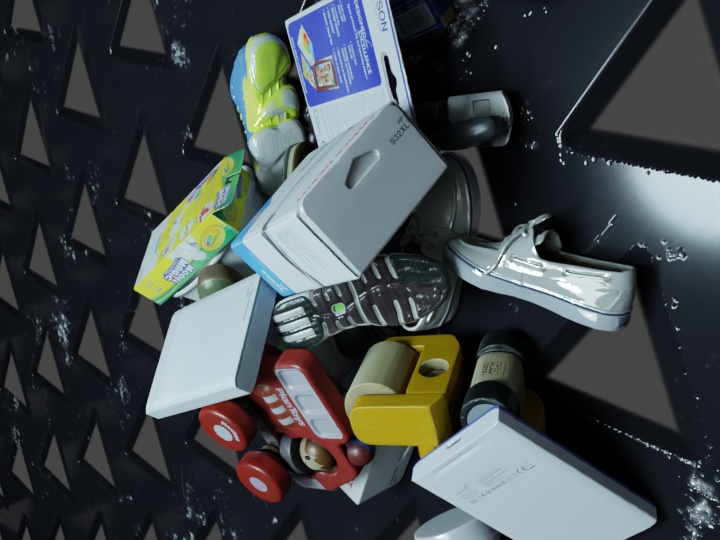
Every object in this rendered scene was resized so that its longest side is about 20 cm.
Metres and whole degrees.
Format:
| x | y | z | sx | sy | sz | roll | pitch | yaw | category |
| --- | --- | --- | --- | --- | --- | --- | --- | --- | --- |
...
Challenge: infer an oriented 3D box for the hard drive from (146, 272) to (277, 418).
| x | y | z | sx | sy | sz | roll | pitch | yaw | category |
| --- | --- | --- | --- | --- | --- | --- | --- | --- | --- |
| -0.169 | 0.087 | 0.865 | 0.199 | 0.026 | 0.134 | -22 | 49 | 45 | hard drive |

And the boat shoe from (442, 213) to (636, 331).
| x | y | z | sx | sy | sz | roll | pitch | yaw | category |
| --- | --- | --- | --- | --- | --- | --- | --- | --- | --- |
| 0.169 | -0.017 | 0.744 | 0.200 | 0.074 | 0.088 | 24 | 118 | 36 | boat shoe |

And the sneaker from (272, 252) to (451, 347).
| x | y | z | sx | sy | sz | roll | pitch | yaw | category |
| --- | --- | --- | --- | --- | --- | --- | --- | --- | --- |
| 0.007 | 0.012 | 0.831 | 0.197 | 0.116 | 0.077 | -15 | 107 | 20 | sneaker |

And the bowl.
| x | y | z | sx | sy | sz | roll | pitch | yaw | category |
| --- | --- | --- | --- | --- | --- | --- | --- | --- | --- |
| -0.175 | -0.034 | 1.051 | 0.200 | 0.090 | 0.203 | -37 | 34 | 31 | bowl |

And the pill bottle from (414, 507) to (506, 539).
| x | y | z | sx | sy | sz | roll | pitch | yaw | category |
| --- | --- | --- | --- | --- | --- | --- | --- | --- | --- |
| 0.139 | 0.371 | 0.855 | 0.113 | 0.113 | 0.203 | -28 | 81 | 46 | pill bottle |

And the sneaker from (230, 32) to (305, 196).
| x | y | z | sx | sy | sz | roll | pitch | yaw | category |
| --- | --- | --- | --- | --- | --- | --- | --- | --- | --- |
| -0.123 | -0.203 | 1.007 | 0.105 | 0.075 | 0.204 | 29 | 123 | 58 | sneaker |

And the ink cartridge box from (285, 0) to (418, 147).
| x | y | z | sx | sy | sz | roll | pitch | yaw | category |
| --- | --- | --- | --- | --- | --- | --- | --- | --- | --- |
| 0.005 | -0.188 | 0.812 | 0.199 | 0.047 | 0.201 | 3 | 110 | 56 | ink cartridge box |

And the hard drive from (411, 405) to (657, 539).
| x | y | z | sx | sy | sz | roll | pitch | yaw | category |
| --- | --- | --- | --- | --- | --- | --- | --- | --- | --- |
| 0.167 | 0.216 | 0.753 | 0.198 | 0.026 | 0.132 | 33 | 129 | -15 | hard drive |

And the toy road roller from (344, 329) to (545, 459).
| x | y | z | sx | sy | sz | roll | pitch | yaw | category |
| --- | --- | --- | --- | --- | --- | --- | --- | --- | --- |
| 0.093 | 0.157 | 0.813 | 0.197 | 0.123 | 0.148 | -2 | 118 | 21 | toy road roller |

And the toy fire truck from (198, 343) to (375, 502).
| x | y | z | sx | sy | sz | roll | pitch | yaw | category |
| --- | --- | --- | --- | --- | --- | --- | --- | --- | --- |
| -0.070 | 0.173 | 0.865 | 0.166 | 0.112 | 0.202 | -7 | 123 | 41 | toy fire truck |

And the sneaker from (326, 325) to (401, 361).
| x | y | z | sx | sy | sz | roll | pitch | yaw | category |
| --- | --- | --- | --- | --- | --- | --- | --- | --- | --- |
| 0.000 | 0.000 | 0.936 | 0.098 | 0.070 | 0.204 | -17 | 75 | 25 | sneaker |

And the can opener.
| x | y | z | sx | sy | sz | roll | pitch | yaw | category |
| --- | --- | --- | --- | --- | --- | --- | --- | --- | --- |
| 0.070 | -0.152 | 0.812 | 0.198 | 0.066 | 0.054 | 5 | 105 | 45 | can opener |

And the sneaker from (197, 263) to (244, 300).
| x | y | z | sx | sy | sz | roll | pitch | yaw | category |
| --- | --- | --- | --- | --- | --- | --- | --- | --- | --- |
| -0.154 | 0.090 | 0.982 | 0.202 | 0.066 | 0.091 | 77 | -178 | -46 | sneaker |

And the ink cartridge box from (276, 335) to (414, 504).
| x | y | z | sx | sy | sz | roll | pitch | yaw | category |
| --- | --- | --- | --- | --- | --- | --- | --- | --- | --- |
| -0.024 | 0.169 | 0.985 | 0.199 | 0.083 | 0.147 | 38 | 126 | 32 | ink cartridge box |

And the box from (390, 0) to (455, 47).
| x | y | z | sx | sy | sz | roll | pitch | yaw | category |
| --- | --- | --- | --- | --- | --- | --- | --- | --- | --- |
| 0.002 | -0.324 | 0.796 | 0.120 | 0.033 | 0.201 | -8 | 125 | 46 | box |

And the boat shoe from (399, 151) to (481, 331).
| x | y | z | sx | sy | sz | roll | pitch | yaw | category |
| --- | --- | --- | --- | --- | --- | --- | --- | --- | --- |
| 0.076 | -0.026 | 0.839 | 0.070 | 0.069 | 0.203 | 29 | 121 | 37 | boat shoe |

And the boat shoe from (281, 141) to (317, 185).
| x | y | z | sx | sy | sz | roll | pitch | yaw | category |
| --- | --- | --- | --- | --- | --- | --- | --- | --- | --- |
| -0.082 | -0.063 | 0.991 | 0.065 | 0.071 | 0.204 | 10 | 113 | 38 | boat shoe |

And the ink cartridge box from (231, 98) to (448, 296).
| x | y | z | sx | sy | sz | roll | pitch | yaw | category |
| --- | --- | --- | --- | --- | --- | --- | --- | --- | --- |
| -0.027 | -0.061 | 0.747 | 0.084 | 0.146 | 0.199 | 45 | 158 | -14 | ink cartridge box |

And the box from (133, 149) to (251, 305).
| x | y | z | sx | sy | sz | roll | pitch | yaw | category |
| --- | --- | --- | --- | --- | --- | --- | --- | --- | --- |
| -0.204 | -0.057 | 0.980 | 0.199 | 0.048 | 0.118 | -39 | 31 | 32 | box |
